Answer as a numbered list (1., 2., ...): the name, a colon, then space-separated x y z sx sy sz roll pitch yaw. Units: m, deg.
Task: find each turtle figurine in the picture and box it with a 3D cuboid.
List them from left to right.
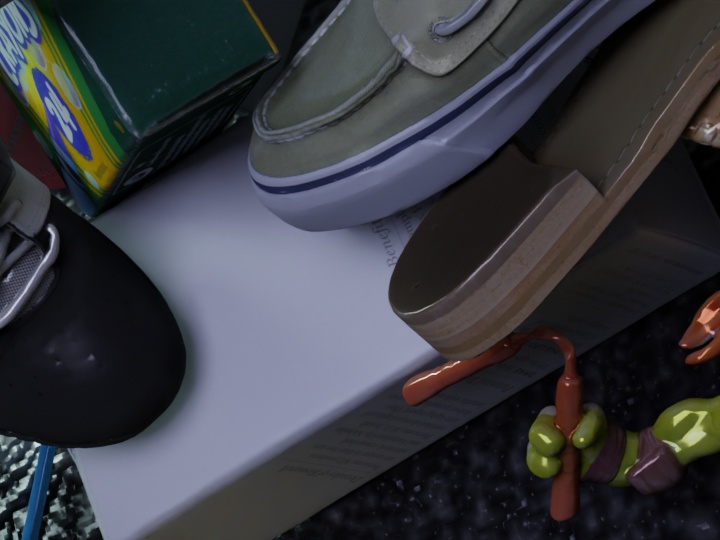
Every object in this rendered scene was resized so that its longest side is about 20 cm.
1. turtle figurine: 0.119 0.063 0.704 0.199 0.064 0.162 -16 81 16

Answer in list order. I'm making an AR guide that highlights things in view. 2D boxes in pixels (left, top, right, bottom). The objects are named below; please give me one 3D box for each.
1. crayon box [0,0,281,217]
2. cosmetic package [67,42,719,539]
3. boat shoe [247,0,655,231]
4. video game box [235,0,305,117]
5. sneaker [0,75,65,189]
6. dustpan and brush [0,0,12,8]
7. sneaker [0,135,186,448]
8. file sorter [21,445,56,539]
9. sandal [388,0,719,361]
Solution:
1. crayon box: -0.106 -0.121 0.759 0.051 0.126 0.201 -31 88 -15
2. cosmetic package: 0.000 0.000 0.785 0.200 0.074 0.102 -32 67 24
3. boat shoe: 0.036 -0.086 0.683 0.200 0.062 0.072 -38 34 25
4. video game box: -0.081 -0.170 0.881 0.182 0.047 0.201 18 90 30
5. sneaker: -0.162 -0.053 0.895 0.200 0.087 0.074 17 85 56
6. dustpan and brush: -0.142 -0.107 0.721 0.140 0.200 0.057 45 67 1
7. sneaker: -0.135 -0.018 0.735 0.200 0.089 0.074 36 80 -4
8. file sorter: -0.211 0.034 0.875 0.199 0.123 0.140 8 85 31
9. sandal: 0.102 -0.047 0.684 0.212 0.070 0.078 -47 23 5
